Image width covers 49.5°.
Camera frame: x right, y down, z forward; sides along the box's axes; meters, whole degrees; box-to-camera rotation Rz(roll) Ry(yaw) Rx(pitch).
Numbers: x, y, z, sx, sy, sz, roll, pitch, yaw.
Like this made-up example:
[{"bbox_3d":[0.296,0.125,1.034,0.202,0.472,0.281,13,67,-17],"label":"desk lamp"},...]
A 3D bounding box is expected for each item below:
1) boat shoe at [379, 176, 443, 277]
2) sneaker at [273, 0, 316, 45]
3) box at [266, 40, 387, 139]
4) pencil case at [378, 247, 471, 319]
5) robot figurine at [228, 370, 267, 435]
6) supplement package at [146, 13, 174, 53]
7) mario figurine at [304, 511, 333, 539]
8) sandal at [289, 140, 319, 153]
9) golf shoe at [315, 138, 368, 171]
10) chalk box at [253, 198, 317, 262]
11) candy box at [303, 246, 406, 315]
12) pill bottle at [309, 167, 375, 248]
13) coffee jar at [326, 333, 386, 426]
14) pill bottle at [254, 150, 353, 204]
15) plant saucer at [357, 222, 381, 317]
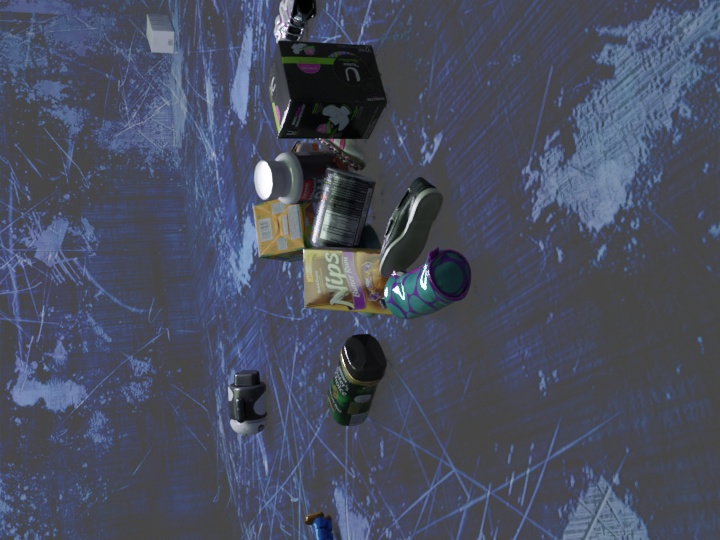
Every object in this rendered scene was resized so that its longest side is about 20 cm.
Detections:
[{"bbox_3d":[0.077,-0.077,1.368,0.066,0.074,0.201,60,142,38],"label":"boat shoe"},{"bbox_3d":[-0.152,-0.602,1.875,0.140,0.077,0.202,-124,36,-53],"label":"sneaker"},{"bbox_3d":[-0.071,-0.353,1.542,0.125,0.198,0.150,124,137,-56],"label":"box"},{"bbox_3d":[0.107,0.025,1.304,0.093,0.085,0.200,57,155,-1],"label":"pencil case"},{"bbox_3d":[-0.355,0.421,2.483,0.124,0.149,0.203,1,93,51],"label":"robot figurine"},{"bbox_3d":[-0.989,-1.171,3.856,0.201,0.108,0.115,-116,31,-44],"label":"supplement package"},{"bbox_3d":[-0.100,0.696,1.887,0.106,0.122,0.201,-55,38,39],"label":"mario figurine"},{"bbox_3d":[-0.140,-0.267,1.816,0.207,0.059,0.080,-1,-78,-82],"label":"sandal"},{"bbox_3d":[-0.041,-0.289,1.644,0.200,0.092,0.073,46,-178,32],"label":"golf shoe"},{"bbox_3d":[-0.145,-0.093,1.824,0.200,0.123,0.126,6,-105,-69],"label":"chalk box"},{"bbox_3d":[-0.012,0.018,1.491,0.198,0.056,0.118,3,98,28],"label":"candy box"},{"bbox_3d":[-0.042,-0.099,1.582,0.106,0.105,0.202,34,111,63],"label":"pill bottle"},{"bbox_3d":[-0.009,0.228,1.627,0.201,0.084,0.105,108,150,-42],"label":"coffee jar"},{"bbox_3d":[-0.122,-0.199,1.674,0.110,0.198,0.112,17,111,53],"label":"pill bottle"},{"bbox_3d":[0.000,0.000,1.650,0.200,0.027,0.203,177,90,-69],"label":"plant saucer"}]
